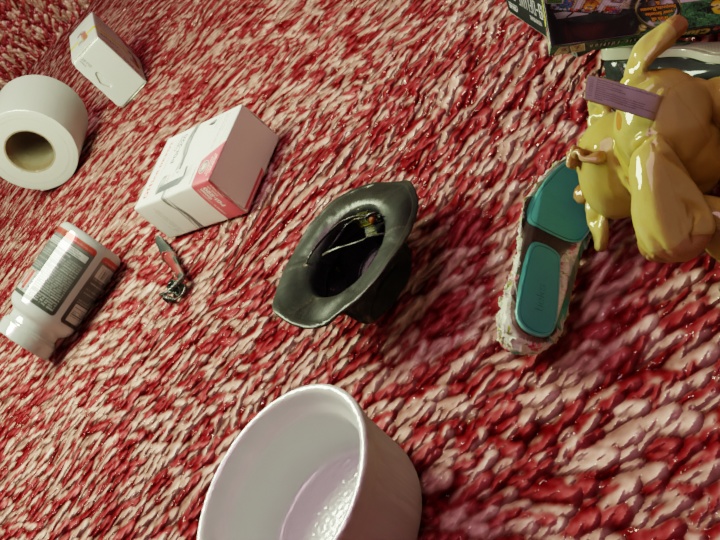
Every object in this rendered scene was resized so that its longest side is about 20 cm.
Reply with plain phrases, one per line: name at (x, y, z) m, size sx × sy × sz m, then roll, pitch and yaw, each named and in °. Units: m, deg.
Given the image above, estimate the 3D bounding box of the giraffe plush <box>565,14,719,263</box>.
giraffe plush at (0.231, -0.080, 0.736) m, size 0.174 × 0.198 × 0.162 m, roll -60°, pitch 5°, yaw -10°

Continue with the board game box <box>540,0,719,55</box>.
board game box at (0.257, -0.255, 0.834) m, size 0.196 × 0.023 × 0.107 m, roll -6°, pitch 76°, yaw 2°

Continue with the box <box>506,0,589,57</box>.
box at (0.258, -0.296, 0.925) m, size 0.198 × 0.050 × 0.158 m, roll -27°, pitch 35°, yaw -3°

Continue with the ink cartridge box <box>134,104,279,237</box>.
ink cartridge box at (-0.232, -0.145, 1.413) m, size 0.198 × 0.085 × 0.147 m, roll -15°, pitch 47°, yaw 45°

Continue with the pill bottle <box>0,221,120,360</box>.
pill bottle at (-0.487, 0.034, 1.518) m, size 0.202 × 0.116 × 0.115 m, roll -57°, pitch 33°, yaw -10°

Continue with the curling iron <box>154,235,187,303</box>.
curling iron at (-0.289, -0.011, 1.402) m, size 0.050 × 0.026 × 0.200 m, roll -44°, pitch 33°, yaw 5°

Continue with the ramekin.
ramekin at (-0.041, 0.210, 0.814) m, size 0.199 × 0.097 × 0.203 m, roll -31°, pitch 38°, yaw 27°

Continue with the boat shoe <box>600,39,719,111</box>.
boat shoe at (0.296, -0.163, 0.814) m, size 0.071 × 0.069 × 0.199 m, roll -17°, pitch 21°, yaw -34°

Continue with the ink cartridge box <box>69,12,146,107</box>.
ink cartridge box at (-0.553, -0.462, 2.062) m, size 0.083 × 0.145 × 0.201 m, roll -42°, pitch 34°, yaw 8°

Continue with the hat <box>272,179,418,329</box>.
hat at (0.000, 0.000, 0.991) m, size 0.199 × 0.081 × 0.202 m, roll -29°, pitch 33°, yaw 20°

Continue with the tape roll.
tape roll at (-0.693, -0.295, 2.016) m, size 0.201 × 0.202 × 0.140 m, roll -34°, pitch 35°, yaw 23°

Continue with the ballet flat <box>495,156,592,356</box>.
ballet flat at (0.159, -0.013, 0.823) m, size 0.202 × 0.075 × 0.064 m, roll -63°, pitch 1°, yaw -27°
